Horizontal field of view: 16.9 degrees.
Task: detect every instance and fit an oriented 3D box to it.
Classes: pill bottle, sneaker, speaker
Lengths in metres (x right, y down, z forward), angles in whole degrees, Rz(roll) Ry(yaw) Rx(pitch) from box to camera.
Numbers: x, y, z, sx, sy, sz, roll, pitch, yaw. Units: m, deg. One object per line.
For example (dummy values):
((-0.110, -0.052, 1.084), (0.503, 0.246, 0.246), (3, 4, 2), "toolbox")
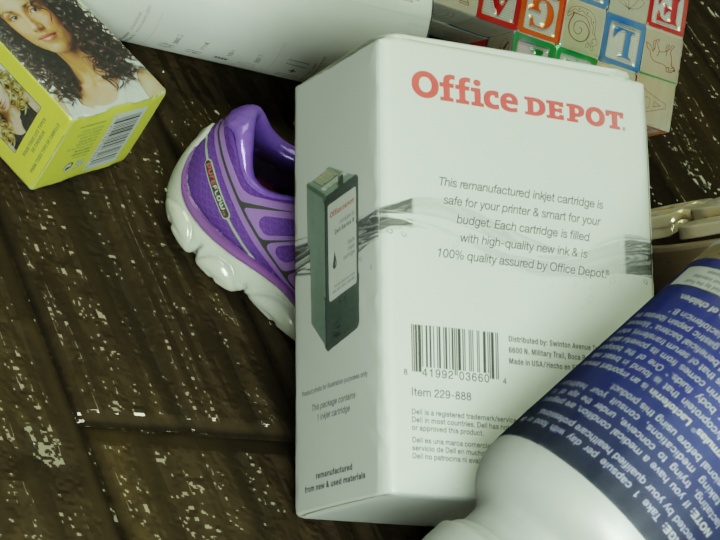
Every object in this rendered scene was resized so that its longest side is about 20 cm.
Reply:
((0.119, 0.087, 0.973), (0.200, 0.116, 0.116), (-40, 75, -17), "pill bottle")
((0.000, 0.000, 1.131), (0.200, 0.084, 0.081), (37, 33, -1), "sneaker")
((-0.068, -0.144, 1.231), (0.199, 0.081, 0.081), (11, 40, -23), "speaker")

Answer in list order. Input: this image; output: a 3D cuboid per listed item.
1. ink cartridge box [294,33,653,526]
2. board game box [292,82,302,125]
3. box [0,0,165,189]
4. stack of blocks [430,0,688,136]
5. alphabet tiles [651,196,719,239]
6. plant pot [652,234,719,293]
((0.051, 0.010, 1.072), (0.145, 0.084, 0.201), (8, 74, -29), "ink cartridge box")
((0.058, -0.066, 1.324), (0.199, 0.019, 0.103), (28, 32, -13), "board game box")
((-0.187, -0.130, 1.150), (0.200, 0.050, 0.075), (45, 34, 14), "box")
((0.090, -0.155, 1.374), (0.199, 0.058, 0.116), (16, 79, -29), "stack of blocks")
((0.245, -0.042, 1.320), (0.196, 0.199, 0.015), (-20, 100, -70), "alphabet tiles")
((0.253, 0.012, 1.301), (0.200, 0.200, 0.093), (-15, 96, -50), "plant pot")
